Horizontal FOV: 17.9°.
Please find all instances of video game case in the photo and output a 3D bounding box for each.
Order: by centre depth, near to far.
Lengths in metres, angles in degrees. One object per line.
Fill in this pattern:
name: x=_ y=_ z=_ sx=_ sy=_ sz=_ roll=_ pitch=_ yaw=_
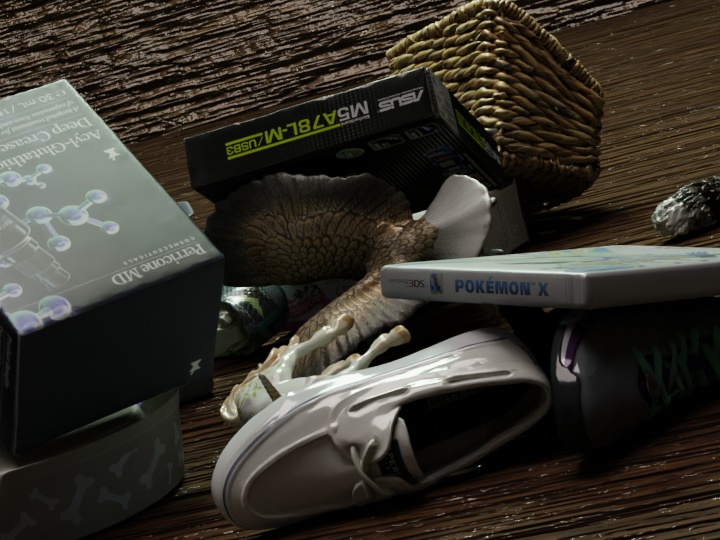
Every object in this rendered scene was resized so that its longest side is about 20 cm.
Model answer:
video game case: x=0.143 y=0.002 z=1.338 sx=0.199 sy=0.022 sz=0.182 roll=-6 pitch=5 yaw=-37

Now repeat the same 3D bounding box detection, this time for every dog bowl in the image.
dog bowl: x=-0.203 y=0.129 z=1.460 sx=0.198 sy=0.059 sz=0.200 roll=-16 pitch=9 yaw=3

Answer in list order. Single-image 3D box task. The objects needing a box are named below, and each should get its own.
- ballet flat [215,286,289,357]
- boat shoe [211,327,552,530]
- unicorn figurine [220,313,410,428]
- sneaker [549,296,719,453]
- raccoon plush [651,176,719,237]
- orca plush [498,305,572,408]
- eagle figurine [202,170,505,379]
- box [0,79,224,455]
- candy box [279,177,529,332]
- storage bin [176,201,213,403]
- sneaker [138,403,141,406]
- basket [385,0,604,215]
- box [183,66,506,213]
ballet flat: x=-0.151 y=0.048 z=1.807 sx=0.199 sy=0.075 sz=0.074 roll=-14 pitch=9 yaw=31
boat shoe: x=0.013 y=0.092 z=1.267 sx=0.199 sy=0.074 sz=0.065 roll=-28 pitch=25 yaw=-7
unicorn figurine: x=-0.029 y=0.080 z=1.442 sx=0.137 sy=0.074 sz=0.200 roll=-32 pitch=2 yaw=-27
sneaker: x=0.168 y=0.046 z=1.276 sx=0.087 sy=0.075 sz=0.200 roll=-6 pitch=13 yaw=24
raccoon plush: x=0.307 y=-0.117 z=1.743 sx=0.199 sy=0.135 sz=0.097 roll=-21 pitch=12 yaw=-26
orca plush: x=0.084 y=0.051 z=1.378 sx=0.199 sy=0.072 sz=0.105 roll=-22 pitch=11 yaw=-26
eagle figurine: x=0.000 y=0.007 z=1.618 sx=0.198 sy=0.152 sz=0.152 roll=-7 pitch=15 yaw=-19
box: x=-0.202 y=-0.007 z=1.438 sx=0.148 sy=0.108 sz=0.200 roll=-22 pitch=51 yaw=-31
candy box: x=0.029 y=-0.013 z=1.848 sx=0.135 sy=0.062 sz=0.200 roll=-8 pitch=12 yaw=37
storage bin: x=-0.204 y=0.044 z=1.704 sx=0.198 sy=0.136 sz=0.146 roll=-16 pitch=10 yaw=-5
sneaker: x=-0.254 y=0.072 z=1.592 sx=0.198 sy=0.148 sz=0.081 roll=-15 pitch=10 yaw=8
basket: x=0.122 y=-0.135 z=1.964 sx=0.142 sy=0.151 sz=0.200 roll=8 pitch=-15 yaw=-26
box: x=-0.007 y=-0.079 z=1.706 sx=0.192 sy=0.048 sz=0.200 roll=-18 pitch=-18 yaw=13
